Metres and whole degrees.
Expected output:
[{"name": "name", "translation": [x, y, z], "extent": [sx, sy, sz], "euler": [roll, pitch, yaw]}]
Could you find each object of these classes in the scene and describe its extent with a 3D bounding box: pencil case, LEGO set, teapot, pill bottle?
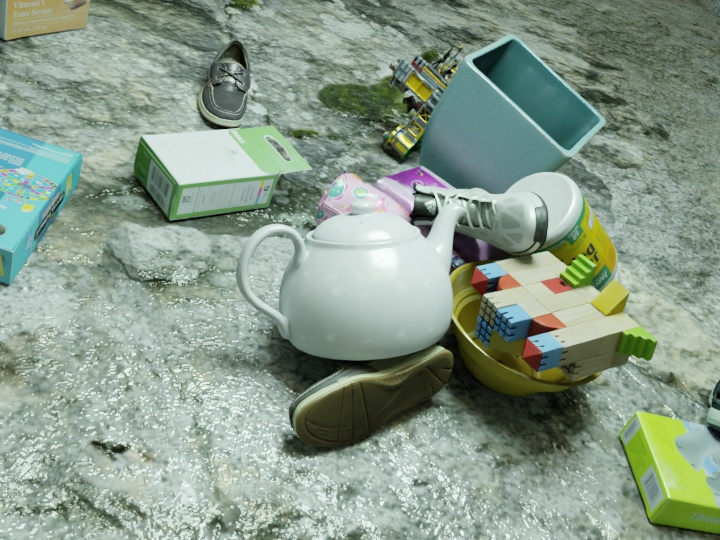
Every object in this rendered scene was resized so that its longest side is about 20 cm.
[{"name": "pencil case", "translation": [0.035, -0.038, 1.013], "extent": [0.200, 0.087, 0.087], "euler": [41, 40, 21]}, {"name": "LEGO set", "translation": [0.094, -0.278, 1.292], "extent": [0.116, 0.154, 0.200], "euler": [45, 44, 7]}, {"name": "teapot", "translation": [0.000, 0.000, 0.843], "extent": [0.197, 0.146, 0.200], "euler": [1, 15, 18]}, {"name": "pill bottle", "translation": [0.262, -0.025, 1.033], "extent": [0.200, 0.113, 0.113], "euler": [45, 18, -41]}]

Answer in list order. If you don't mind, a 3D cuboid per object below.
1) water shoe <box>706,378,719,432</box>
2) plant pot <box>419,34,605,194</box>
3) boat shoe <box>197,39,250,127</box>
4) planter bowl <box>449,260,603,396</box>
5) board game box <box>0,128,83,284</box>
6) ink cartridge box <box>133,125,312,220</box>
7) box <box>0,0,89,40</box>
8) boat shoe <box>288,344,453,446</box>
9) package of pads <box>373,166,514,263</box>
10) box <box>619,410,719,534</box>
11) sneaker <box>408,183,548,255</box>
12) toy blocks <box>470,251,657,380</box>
[{"name": "water shoe", "translation": [0.466, 0.148, 0.969], "extent": [0.071, 0.079, 0.200], "euler": [21, 12, 23]}, {"name": "plant pot", "translation": [0.202, -0.192, 1.188], "extent": [0.196, 0.200, 0.196], "euler": [44, 38, 5]}, {"name": "boat shoe", "translation": [-0.202, -0.289, 1.221], "extent": [0.072, 0.065, 0.200], "euler": [14, 37, -14]}, {"name": "planter bowl", "translation": [0.177, 0.084, 0.934], "extent": [0.200, 0.084, 0.200], "euler": [14, 38, -11]}, {"name": "board game box", "translation": [-0.408, -0.082, 0.862], "extent": [0.151, 0.047, 0.200], "euler": [17, 36, -8]}, {"name": "ink cartridge box", "translation": [-0.175, -0.129, 1.037], "extent": [0.200, 0.059, 0.104], "euler": [-13, 50, -40]}, {"name": "box", "translation": [-0.482, -0.459, 1.173], "extent": [0.106, 0.200, 0.152], "euler": [36, 39, 18]}, {"name": "boat shoe", "translation": [0.005, 0.119, 0.819], "extent": [0.200, 0.073, 0.065], "euler": [-14, 28, -37]}, {"name": "package of pads", "translation": [0.114, -0.056, 1.087], "extent": [0.200, 0.076, 0.120], "euler": [40, 36, 22]}, {"name": "box", "translation": [0.401, 0.233, 0.896], "extent": [0.200, 0.048, 0.122], "euler": [13, 37, -12]}, {"name": "sneaker", "translation": [0.123, -0.059, 0.933], "extent": [0.115, 0.076, 0.200], "euler": [-1, 10, -22]}, {"name": "toy blocks", "translation": [0.185, 0.049, 0.846], "extent": [0.137, 0.100, 0.200], "euler": [-11, 36, -25]}]
